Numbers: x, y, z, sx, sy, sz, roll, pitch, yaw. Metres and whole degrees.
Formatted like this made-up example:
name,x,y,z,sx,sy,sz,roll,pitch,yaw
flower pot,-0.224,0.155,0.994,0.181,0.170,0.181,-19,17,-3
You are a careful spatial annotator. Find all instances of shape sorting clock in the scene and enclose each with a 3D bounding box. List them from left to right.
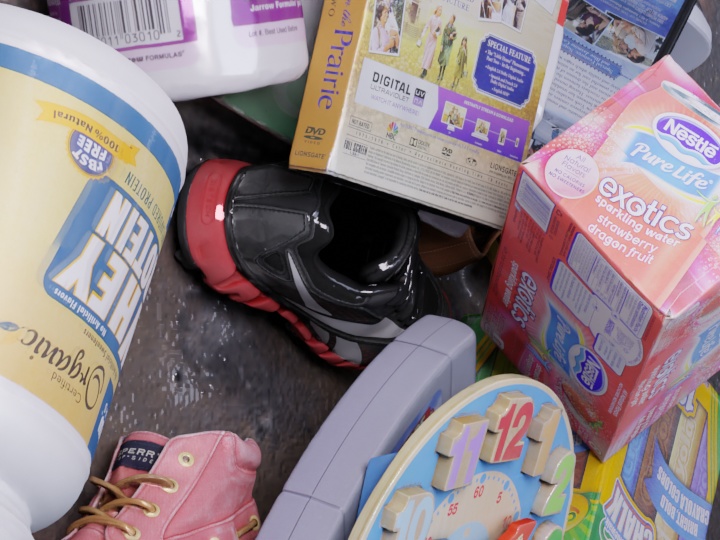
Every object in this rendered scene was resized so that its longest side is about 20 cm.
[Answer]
name,x,y,z,sx,sy,sz,roll,pitch,yaw
shape sorting clock,0.045,0.143,1.097,0.200,0.039,0.200,-30,129,-47

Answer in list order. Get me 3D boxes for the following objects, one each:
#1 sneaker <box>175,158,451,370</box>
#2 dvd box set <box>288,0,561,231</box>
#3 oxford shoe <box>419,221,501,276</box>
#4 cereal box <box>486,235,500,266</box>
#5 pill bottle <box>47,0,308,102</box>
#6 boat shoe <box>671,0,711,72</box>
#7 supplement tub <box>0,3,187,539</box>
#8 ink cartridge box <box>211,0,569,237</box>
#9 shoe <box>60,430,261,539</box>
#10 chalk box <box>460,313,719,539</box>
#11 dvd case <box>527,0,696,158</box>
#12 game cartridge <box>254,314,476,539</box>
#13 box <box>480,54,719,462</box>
name,x,y,z,sx,sy,sz,roll,pitch,yaw
sneaker,0.000,0.000,1.156,0.200,0.098,0.071,33,59,-50
dvd box set,0.041,-0.128,1.087,0.146,0.029,0.200,14,88,-52
oxford shoe,0.076,-0.069,1.295,0.071,0.071,0.200,56,44,-34
cereal box,0.178,-0.018,1.381,0.200,0.144,0.040,30,24,-49
pill bottle,-0.090,-0.175,1.031,0.112,0.112,0.200,-17,101,-54
boat shoe,0.157,-0.196,1.429,0.200,0.070,0.066,38,40,-43
supplement tub,-0.158,0.014,0.889,0.145,0.145,0.200,43,54,-44
ink cartridge box,0.038,-0.135,1.146,0.161,0.050,0.200,28,101,-32
shoe,-0.105,0.116,1.025,0.200,0.071,0.091,5,82,-60
chalk box,0.107,0.135,1.272,0.124,0.124,0.200,48,49,-42
dvd case,0.091,-0.121,1.283,0.200,0.143,0.018,-59,177,-39
game cartridge,0.005,0.116,1.116,0.200,0.041,0.133,-52,154,-45
box,0.132,0.000,1.134,0.095,0.103,0.200,-36,162,-16
